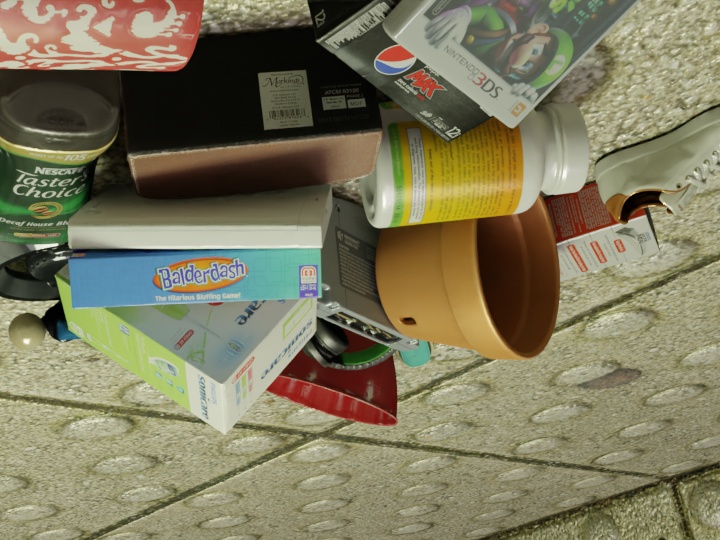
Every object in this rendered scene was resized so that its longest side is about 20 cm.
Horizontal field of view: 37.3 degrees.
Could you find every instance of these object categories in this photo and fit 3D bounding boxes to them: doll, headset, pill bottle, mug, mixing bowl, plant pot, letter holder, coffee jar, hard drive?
[{"bbox_3d":[-0.284,0.049,1.172,0.197,0.049,0.136,-9,-160,-22],"label":"doll"},{"bbox_3d":[-0.035,0.042,1.239,0.198,0.094,0.124,20,116,-33],"label":"headset"},{"bbox_3d":[0.101,-0.103,0.975,0.197,0.113,0.111,-6,156,-9],"label":"pill bottle"},{"bbox_3d":[-0.196,-0.193,0.643,0.197,0.135,0.177,-1,156,-28],"label":"mug"},{"bbox_3d":[-0.033,0.118,1.377,0.197,0.110,0.200,15,163,5],"label":"mixing bowl"},{"bbox_3d":[0.107,-0.004,1.123,0.138,0.203,0.199,-7,161,33],"label":"plant pot"},{"bbox_3d":[-0.092,-0.115,0.891,0.197,0.102,0.142,-6,158,-8],"label":"letter holder"},{"bbox_3d":[-0.259,-0.101,0.870,0.103,0.086,0.200,1,153,-24],"label":"coffee jar"},{"bbox_3d":[-0.125,-0.046,0.882,0.197,0.027,0.132,0,-162,2],"label":"hard drive"}]

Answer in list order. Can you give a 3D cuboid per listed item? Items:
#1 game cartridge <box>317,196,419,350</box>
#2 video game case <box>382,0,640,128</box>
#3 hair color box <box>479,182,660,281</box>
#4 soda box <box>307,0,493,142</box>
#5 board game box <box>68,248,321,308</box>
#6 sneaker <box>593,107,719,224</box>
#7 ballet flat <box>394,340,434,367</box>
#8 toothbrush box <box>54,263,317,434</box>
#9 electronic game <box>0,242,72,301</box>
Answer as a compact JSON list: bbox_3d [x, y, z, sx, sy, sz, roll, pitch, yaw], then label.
[{"bbox_3d":[0.000,0.000,1.135,0.040,0.135,0.199,-15,155,30],"label":"game cartridge"},{"bbox_3d":[0.136,-0.210,0.779,0.200,0.023,0.181,-45,145,17],"label":"video game case"},{"bbox_3d":[0.235,-0.038,1.235,0.197,0.065,0.111,-17,154,18],"label":"hair color box"},{"bbox_3d":[0.038,-0.177,0.834,0.063,0.072,0.199,-26,151,24],"label":"soda box"},{"bbox_3d":[-0.136,-0.015,0.905,0.197,0.046,0.152,-2,-163,-7],"label":"board game box"},{"bbox_3d":[0.347,-0.104,1.108,0.198,0.086,0.073,-24,151,25],"label":"sneaker"},{"bbox_3d":[0.056,0.041,1.328,0.068,0.070,0.201,-9,139,-2],"label":"ballet flat"},{"bbox_3d":[-0.159,0.031,0.996,0.146,0.199,0.087,-47,158,-33],"label":"toothbrush box"},{"bbox_3d":[-0.303,-0.015,1.093,0.197,0.042,0.200,-14,163,-4],"label":"electronic game"}]
